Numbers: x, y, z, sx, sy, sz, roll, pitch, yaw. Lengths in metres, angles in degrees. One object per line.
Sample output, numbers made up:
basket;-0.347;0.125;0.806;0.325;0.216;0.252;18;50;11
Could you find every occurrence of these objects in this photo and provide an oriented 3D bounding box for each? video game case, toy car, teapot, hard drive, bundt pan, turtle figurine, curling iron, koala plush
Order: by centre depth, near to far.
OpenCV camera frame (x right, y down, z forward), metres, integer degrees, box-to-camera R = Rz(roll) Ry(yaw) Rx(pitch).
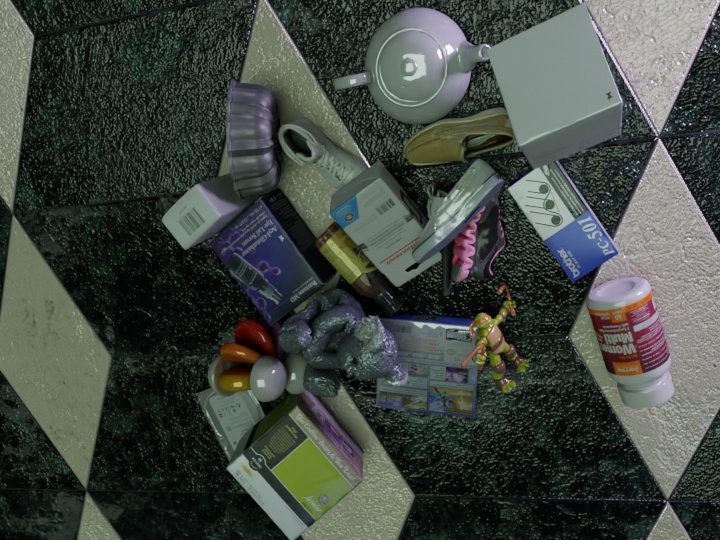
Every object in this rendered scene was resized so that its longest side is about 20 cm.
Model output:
teapot;0.085;-0.331;1.114;0.196;0.146;0.202;37;113;2
bundt pan;-0.180;-0.229;1.194;0.074;0.202;0.207;-3;106;1
curling iron;0.146;-0.059;1.207;0.048;0.025;0.206;-2;87;-26
turtle figurine;0.235;0.138;1.219;0.063;0.201;0.163;-7;125;42
koala plush;-0.010;0.132;1.229;0.197;0.184;0.179;13;141;42
video game case;0.129;0.180;1.308;0.195;0.045;0.186;4;106;14
toy car;-0.191;0.165;1.319;0.172;0.198;0.154;-2;90;35
hard drive;-0.252;0.324;1.456;0.137;0.038;0.204;-21;101;20

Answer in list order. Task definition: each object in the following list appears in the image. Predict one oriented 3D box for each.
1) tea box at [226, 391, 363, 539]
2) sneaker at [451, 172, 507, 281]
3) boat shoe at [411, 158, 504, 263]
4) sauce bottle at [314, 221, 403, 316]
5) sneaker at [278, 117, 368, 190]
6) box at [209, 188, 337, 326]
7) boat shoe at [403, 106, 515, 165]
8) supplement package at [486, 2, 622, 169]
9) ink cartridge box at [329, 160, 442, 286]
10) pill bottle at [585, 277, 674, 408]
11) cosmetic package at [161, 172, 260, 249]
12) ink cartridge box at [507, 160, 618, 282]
tea box;-0.125;0.379;1.362;0.196;0.134;0.201;-39;97;8
sneaker;0.221;-0.073;1.205;0.093;0.079;0.205;10;107;-17
boat shoe;0.142;-0.107;1.142;0.086;0.074;0.202;49;115;16
sauce bottle;0.000;0.000;1.280;0.200;0.066;0.066;46;112;-4
sneaker;-0.063;-0.190;1.212;0.199;0.116;0.074;39;110;-1
box;-0.162;-0.026;1.292;0.147;0.104;0.201;-36;94;21
boat shoe;0.166;-0.215;1.153;0.196;0.077;0.072;-18;136;20
supplement package;0.297;-0.266;1.029;0.149;0.199;0.154;-20;82;19
ink cartridge box;0.049;-0.079;1.220;0.115;0.068;0.200;-31;119;21
pill bottle;0.466;0.124;1.168;0.107;0.110;0.204;-17;101;19
cosmetic package;-0.263;-0.117;1.240;0.101;0.200;0.075;-37;95;21
ink cartridge box;0.347;-0.090;1.170;0.093;0.044;0.201;-35;95;23
